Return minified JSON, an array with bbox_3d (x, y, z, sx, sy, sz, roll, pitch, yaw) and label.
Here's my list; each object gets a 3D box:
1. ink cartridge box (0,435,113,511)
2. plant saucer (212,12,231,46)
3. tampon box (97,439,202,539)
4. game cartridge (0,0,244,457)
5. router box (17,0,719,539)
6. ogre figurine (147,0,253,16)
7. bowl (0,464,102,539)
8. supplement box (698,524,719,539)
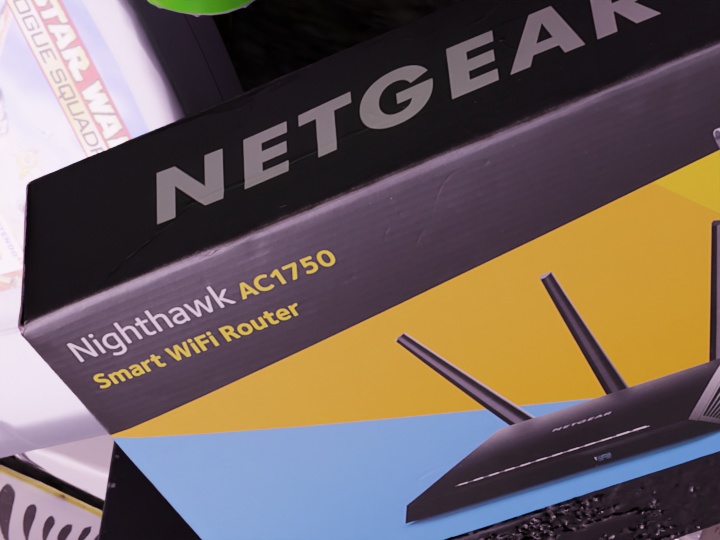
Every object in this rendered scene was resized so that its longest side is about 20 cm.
[{"bbox_3d":[-0.103,0.032,0.907,0.199,0.084,0.145,18,170,13],"label":"ink cartridge box"},{"bbox_3d":[-0.134,-0.091,0.735,0.199,0.036,0.200,20,160,8],"label":"plant saucer"},{"bbox_3d":[-0.013,0.163,0.750,0.125,0.151,0.201,3,138,1],"label":"tampon box"},{"bbox_3d":[-0.099,-0.044,0.661,0.132,0.042,0.201,-12,116,31],"label":"game cartridge"},{"bbox_3d":[0.042,0.006,0.610,0.199,0.051,0.149,-22,134,16],"label":"router box"},{"bbox_3d":[-0.046,-0.115,0.513,0.199,0.099,0.120,19,147,-34],"label":"ogre figurine"},{"bbox_3d":[-0.185,0.097,0.907,0.200,0.095,0.201,21,170,4],"label":"bowl"},{"bbox_3d":[0.127,0.110,0.717,0.073,0.201,0.126,19,161,20],"label":"supplement box"}]
